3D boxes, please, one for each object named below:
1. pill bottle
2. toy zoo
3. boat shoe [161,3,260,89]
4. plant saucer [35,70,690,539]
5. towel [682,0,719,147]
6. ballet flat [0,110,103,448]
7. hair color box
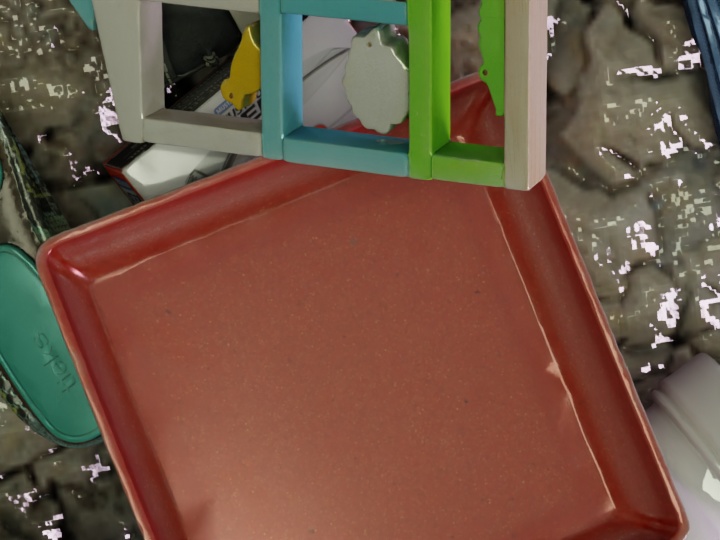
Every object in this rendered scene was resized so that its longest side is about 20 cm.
[{"bbox_3d":[0.091,0.127,0.971,0.200,0.111,0.112,-38,103,0],"label":"pill bottle"},{"bbox_3d":[-0.027,-0.105,0.845,0.199,0.020,0.132,9,113,23],"label":"toy zoo"},{"bbox_3d":[-0.116,-0.162,0.910,0.067,0.072,0.201,-31,103,6],"label":"boat shoe"},{"bbox_3d":[0.000,0.049,0.890,0.199,0.037,0.201,-22,87,-13],"label":"plant saucer"},{"bbox_3d":[0.194,-0.107,0.972,0.111,0.049,0.201,-18,102,-4],"label":"towel"},{"bbox_3d":[-0.153,-0.020,0.936,0.074,0.074,0.201,-28,99,-1],"label":"ballet flat"},{"bbox_3d":[0.000,0.000,0.954,0.111,0.064,0.200,-40,104,-8],"label":"hair color box"}]
